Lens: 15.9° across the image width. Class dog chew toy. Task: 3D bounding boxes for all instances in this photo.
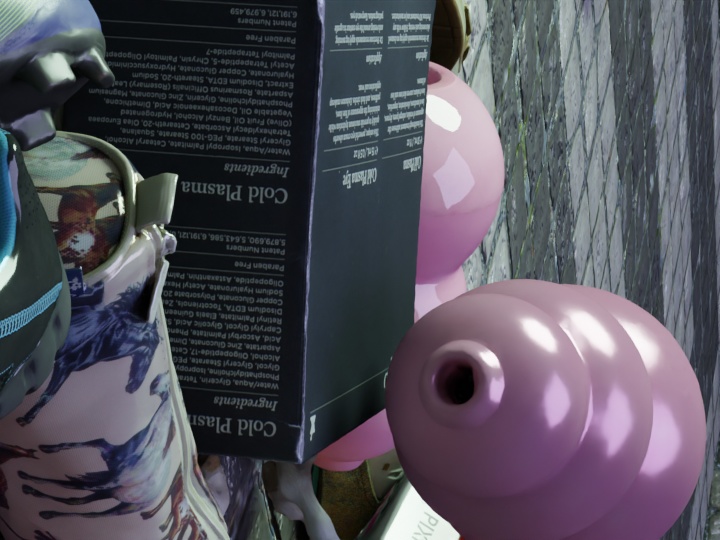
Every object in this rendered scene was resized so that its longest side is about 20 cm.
[{"bbox_3d":[0.069,0.060,1.061,0.200,0.124,0.125,26,68,-68],"label":"dog chew toy"},{"bbox_3d":[0.000,0.000,1.225,0.125,0.124,0.200,-51,150,-68],"label":"dog chew toy"}]

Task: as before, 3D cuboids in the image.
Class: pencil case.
[{"bbox_3d":[-0.094,0.045,0.888,0.200,0.089,0.078,81,21,-46],"label":"pencil case"}]

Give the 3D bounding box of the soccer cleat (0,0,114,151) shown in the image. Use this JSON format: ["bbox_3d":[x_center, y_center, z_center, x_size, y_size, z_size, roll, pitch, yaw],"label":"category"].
[{"bbox_3d":[-0.144,-0.078,0.741,0.084,0.065,0.200,55,19,13],"label":"soccer cleat"}]

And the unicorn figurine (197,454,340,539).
[{"bbox_3d":[-0.023,0.139,1.069,0.074,0.200,0.138,-43,-117,58],"label":"unicorn figurine"}]

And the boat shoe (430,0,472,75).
[{"bbox_3d":[0.024,-0.134,1.399,0.200,0.074,0.066,89,7,-66],"label":"boat shoe"}]

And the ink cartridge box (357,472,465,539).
[{"bbox_3d":[0.034,0.134,1.329,0.174,0.044,0.200,-58,-179,43],"label":"ink cartridge box"}]

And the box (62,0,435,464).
[{"bbox_3d":[-0.043,-0.029,1.049,0.200,0.104,0.182,-20,113,-75],"label":"box"}]

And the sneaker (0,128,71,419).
[{"bbox_3d":[-0.138,0.044,0.706,0.082,0.073,0.200,92,11,-50],"label":"sneaker"}]

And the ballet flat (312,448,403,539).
[{"bbox_3d":[0.006,0.063,1.368,0.071,0.071,0.200,-51,143,-68],"label":"ballet flat"}]
